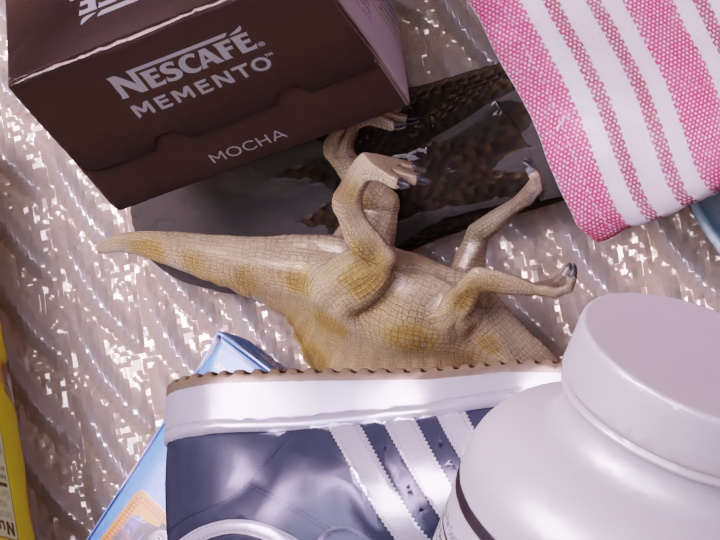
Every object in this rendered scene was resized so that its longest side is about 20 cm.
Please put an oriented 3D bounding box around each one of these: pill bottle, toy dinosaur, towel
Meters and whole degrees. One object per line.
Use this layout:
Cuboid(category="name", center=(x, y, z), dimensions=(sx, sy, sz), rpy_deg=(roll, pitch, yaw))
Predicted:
Cuboid(category="pill bottle", center=(0.068, 0.112, 0.831), dimensions=(0.112, 0.112, 0.201), rpy_deg=(28, 114, 20))
Cuboid(category="toy dinosaur", center=(0.000, 0.000, 0.954), dimensions=(0.199, 0.058, 0.102), rpy_deg=(19, 117, 9))
Cuboid(category="towel", center=(0.104, -0.100, 0.863), dimensions=(0.200, 0.030, 0.147), rpy_deg=(-26, 97, 48))

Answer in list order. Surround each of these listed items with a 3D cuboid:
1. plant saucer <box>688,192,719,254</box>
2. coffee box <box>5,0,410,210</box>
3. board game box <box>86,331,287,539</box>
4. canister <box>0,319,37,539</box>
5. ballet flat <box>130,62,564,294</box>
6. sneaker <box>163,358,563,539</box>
Cuboid(category="plant saucer", center=(0.196, -0.068, 0.928), dimensions=(0.199, 0.036, 0.201), rpy_deg=(-1, 85, 16))
Cuboid(category="coffee box", center=(-0.057, -0.135, 0.968), dimensions=(0.112, 0.080, 0.201), rpy_deg=(-19, 52, 15))
Cuboid(category="board game box", center=(-0.042, 0.146, 0.986), dimensions=(0.151, 0.037, 0.201), rpy_deg=(35, 95, 20))
Cuboid(category="canister", center=(-0.189, 0.053, 1.008), dimensions=(0.148, 0.086, 0.201), rpy_deg=(-21, 67, 24))
Cuboid(category="ballet flat", center=(0.013, -0.039, 0.993), dimensions=(0.199, 0.046, 0.068), rpy_deg=(-16, 105, 22))
Cuboid(category="sneaker", center=(0.027, 0.088, 0.914), dimensions=(0.199, 0.070, 0.109), rpy_deg=(-2, 72, 22))
